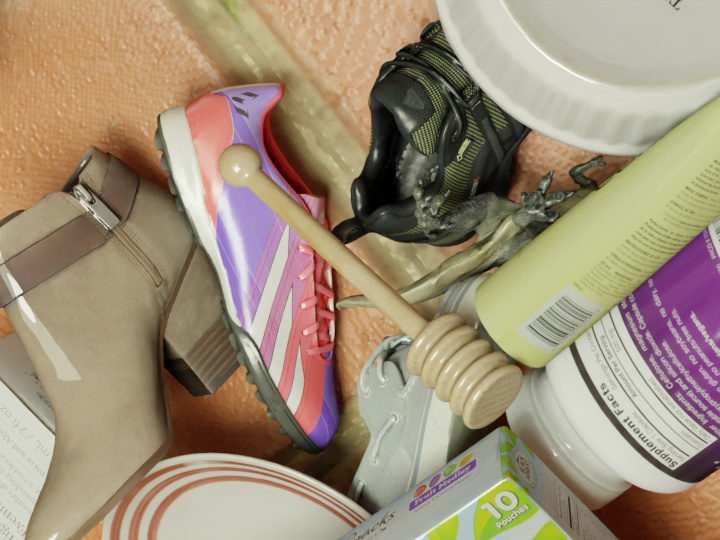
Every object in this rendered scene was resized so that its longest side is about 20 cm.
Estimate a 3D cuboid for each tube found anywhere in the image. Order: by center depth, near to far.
[{"bbox_3d":[0.138,-0.031,1.309,0.052,0.058,0.200,43,119,-11],"label":"tube"}]

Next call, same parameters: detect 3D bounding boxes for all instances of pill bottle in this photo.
[{"bbox_3d":[0.169,0.032,1.374,0.200,0.112,0.113,-39,86,26],"label":"pill bottle"}]

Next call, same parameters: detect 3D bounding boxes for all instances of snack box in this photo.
[{"bbox_3d":[0.039,0.185,1.387,0.200,0.053,0.142,-37,111,20],"label":"snack box"}]

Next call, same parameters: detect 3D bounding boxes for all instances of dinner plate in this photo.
[{"bbox_3d":[-0.045,0.170,1.518,0.200,0.024,0.201,14,131,16],"label":"dinner plate"}]

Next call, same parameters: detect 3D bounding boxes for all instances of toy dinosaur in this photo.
[{"bbox_3d":[0.072,-0.022,1.393,0.199,0.088,0.048,-22,70,9],"label":"toy dinosaur"}]

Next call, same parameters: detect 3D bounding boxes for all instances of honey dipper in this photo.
[{"bbox_3d":[0.000,0.000,1.374,0.200,0.038,0.038,44,116,27],"label":"honey dipper"}]

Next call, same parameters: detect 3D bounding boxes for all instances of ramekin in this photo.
[{"bbox_3d":[0.133,-0.155,1.315,0.202,0.094,0.203,0,88,1],"label":"ramekin"}]

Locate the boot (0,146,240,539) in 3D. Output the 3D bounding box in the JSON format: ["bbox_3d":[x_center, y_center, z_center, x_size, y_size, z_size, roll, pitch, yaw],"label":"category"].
[{"bbox_3d":[-0.151,0.038,1.481,0.146,0.200,0.070,50,144,-14],"label":"boot"}]

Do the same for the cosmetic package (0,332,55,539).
[{"bbox_3d":[-0.222,0.137,1.588,0.102,0.074,0.200,43,113,9],"label":"cosmetic package"}]

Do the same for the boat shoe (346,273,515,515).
[{"bbox_3d":[0.028,0.072,1.442,0.071,0.070,0.201,29,135,16],"label":"boat shoe"}]

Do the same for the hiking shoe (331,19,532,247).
[{"bbox_3d":[0.056,-0.094,1.394,0.076,0.101,0.200,34,113,23],"label":"hiking shoe"}]

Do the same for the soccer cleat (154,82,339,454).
[{"bbox_3d":[-0.042,-0.001,1.486,0.073,0.068,0.201,-21,98,5],"label":"soccer cleat"}]
